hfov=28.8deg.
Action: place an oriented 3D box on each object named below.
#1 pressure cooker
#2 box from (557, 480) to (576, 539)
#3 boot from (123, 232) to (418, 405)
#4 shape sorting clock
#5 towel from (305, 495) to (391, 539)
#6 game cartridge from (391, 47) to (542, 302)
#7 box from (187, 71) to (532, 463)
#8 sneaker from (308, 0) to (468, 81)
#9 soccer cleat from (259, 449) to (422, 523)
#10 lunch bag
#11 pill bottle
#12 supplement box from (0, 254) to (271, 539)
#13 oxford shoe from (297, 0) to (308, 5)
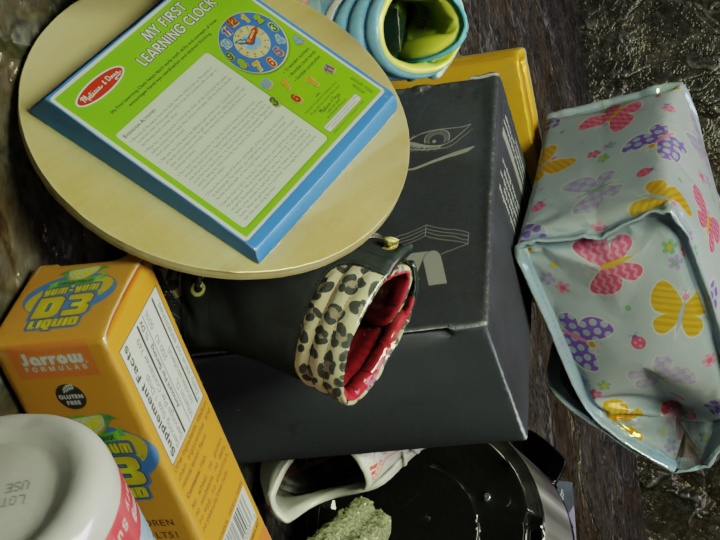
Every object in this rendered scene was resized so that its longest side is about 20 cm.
[{"bbox_3d":[0.064,0.202,1.009,0.200,0.174,0.180,42,41,-64],"label":"pressure cooker"},{"bbox_3d":[0.113,0.272,1.165,0.200,0.051,0.159,137,-43,-58],"label":"box"},{"bbox_3d":[-0.027,-0.034,0.756,0.205,0.153,0.074,-63,151,-14],"label":"boot"},{"bbox_3d":[-0.072,-0.076,0.706,0.039,0.198,0.201,119,-18,-51],"label":"shape sorting clock"},{"bbox_3d":[-0.034,0.217,0.823,0.149,0.036,0.200,-68,167,7],"label":"towel"},{"bbox_3d":[0.035,-0.054,0.988,0.032,0.198,0.178,-47,127,-63],"label":"game cartridge"},{"bbox_3d":[0.000,0.000,0.861,0.118,0.195,0.201,65,24,-46],"label":"box"},{"bbox_3d":[0.029,-0.166,0.913,0.200,0.130,0.080,-47,125,-49],"label":"sneaker"},{"bbox_3d":[0.022,0.098,0.893,0.069,0.199,0.085,58,11,-13],"label":"soccer cleat"},{"bbox_3d":[0.182,0.011,0.906,0.201,0.126,0.170,62,27,-28],"label":"lunch bag"},{"bbox_3d":[-0.116,0.163,0.565,0.109,0.108,0.201,-75,152,-51],"label":"pill bottle"},{"bbox_3d":[-0.108,0.092,0.695,0.069,0.066,0.201,-68,146,-53],"label":"supplement box"},{"bbox_3d":[-0.091,-0.225,0.833,0.073,0.071,0.201,-10,67,-37],"label":"oxford shoe"}]
